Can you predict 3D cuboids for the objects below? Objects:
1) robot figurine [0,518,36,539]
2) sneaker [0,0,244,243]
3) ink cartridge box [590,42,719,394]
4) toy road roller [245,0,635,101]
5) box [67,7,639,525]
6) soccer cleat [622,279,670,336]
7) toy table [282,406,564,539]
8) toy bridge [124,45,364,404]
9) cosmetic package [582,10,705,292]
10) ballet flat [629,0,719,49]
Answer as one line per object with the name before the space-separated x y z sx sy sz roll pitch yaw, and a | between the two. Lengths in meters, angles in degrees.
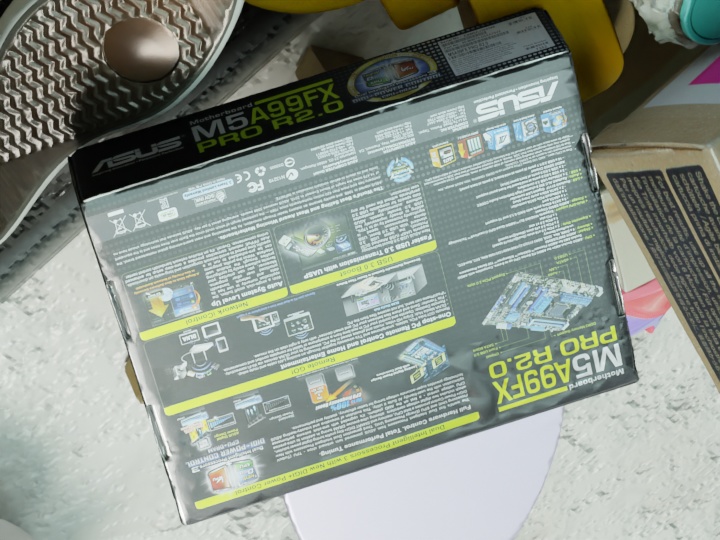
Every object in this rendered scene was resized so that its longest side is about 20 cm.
robot figurine | -0.206 0.207 1.323 0.150 0.125 0.201 -10 136 -40
sneaker | -0.116 -0.091 1.110 0.073 0.085 0.200 38 128 -22
ink cartridge box | 0.210 -0.038 1.119 0.200 0.075 0.165 -41 112 -26
toy road roller | 0.013 -0.148 1.125 0.145 0.123 0.200 -23 135 10
box | 0.000 0.000 1.111 0.199 0.044 0.161 -18 122 -3
soccer cleat | 0.068 0.026 1.360 0.199 0.067 0.077 -17 141 -19
toy table | 0.016 0.033 1.227 0.183 0.117 0.201 7 116 -17
toy bridge | -0.035 -0.016 1.284 0.067 0.027 0.200 10 124 -37
cosmetic package | 0.181 -0.085 1.289 0.199 0.105 0.071 -27 136 -7
ballet flat | 0.160 -0.179 1.070 0.072 0.072 0.200 24 108 -42
